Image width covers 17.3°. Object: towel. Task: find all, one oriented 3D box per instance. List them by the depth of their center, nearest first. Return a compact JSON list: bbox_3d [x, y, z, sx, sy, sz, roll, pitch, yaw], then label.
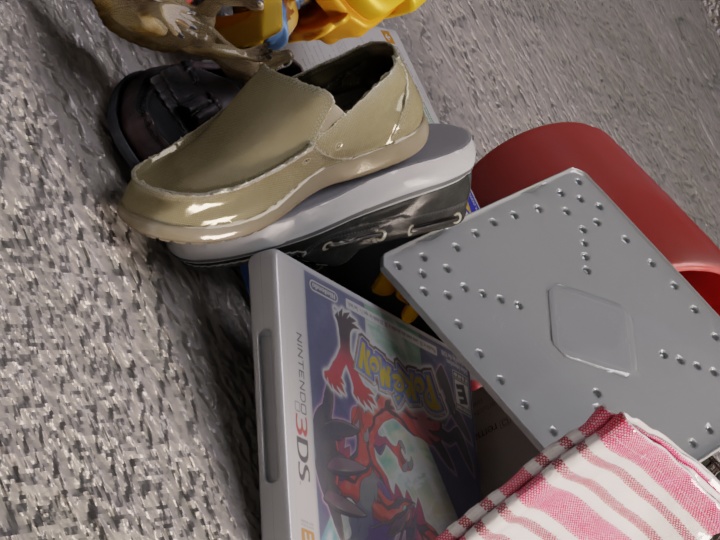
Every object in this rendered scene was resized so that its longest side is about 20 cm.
[{"bbox_3d":[0.098,0.161,1.274,0.146,0.200,0.030,36,18,-48],"label":"towel"}]

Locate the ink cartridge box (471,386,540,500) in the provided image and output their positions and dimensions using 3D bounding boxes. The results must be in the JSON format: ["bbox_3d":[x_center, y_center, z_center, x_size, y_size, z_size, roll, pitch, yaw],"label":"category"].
[{"bbox_3d":[0.121,0.160,1.418,0.083,0.147,0.200,40,26,-47],"label":"ink cartridge box"}]

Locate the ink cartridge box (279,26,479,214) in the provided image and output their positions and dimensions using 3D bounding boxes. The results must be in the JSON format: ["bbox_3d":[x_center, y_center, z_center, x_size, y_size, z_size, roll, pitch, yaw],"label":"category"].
[{"bbox_3d":[-0.001,-0.080,1.599,0.200,0.047,0.198,-1,64,-57],"label":"ink cartridge box"}]

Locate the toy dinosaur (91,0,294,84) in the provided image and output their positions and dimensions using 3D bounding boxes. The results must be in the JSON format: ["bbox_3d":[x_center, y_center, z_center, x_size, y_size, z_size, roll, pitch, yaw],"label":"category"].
[{"bbox_3d":[-0.118,-0.146,1.294,0.200,0.101,0.058,28,68,-21],"label":"toy dinosaur"}]

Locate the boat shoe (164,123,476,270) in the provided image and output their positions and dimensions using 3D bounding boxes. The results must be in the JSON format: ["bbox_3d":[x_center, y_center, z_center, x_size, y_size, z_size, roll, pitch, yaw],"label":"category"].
[{"bbox_3d":[-0.018,-0.030,1.338,0.069,0.200,0.057,34,-45,50],"label":"boat shoe"}]

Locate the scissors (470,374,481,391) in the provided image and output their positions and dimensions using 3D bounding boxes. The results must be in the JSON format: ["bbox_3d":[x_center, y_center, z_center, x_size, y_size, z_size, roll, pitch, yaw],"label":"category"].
[{"bbox_3d":[0.079,0.089,1.530,0.200,0.073,0.014,27,-15,0],"label":"scissors"}]

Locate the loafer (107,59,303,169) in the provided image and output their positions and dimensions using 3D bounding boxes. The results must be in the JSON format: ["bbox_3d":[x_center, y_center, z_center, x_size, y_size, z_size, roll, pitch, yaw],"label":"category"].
[{"bbox_3d":[-0.087,-0.098,1.376,0.072,0.063,0.200,59,18,-2],"label":"loafer"}]

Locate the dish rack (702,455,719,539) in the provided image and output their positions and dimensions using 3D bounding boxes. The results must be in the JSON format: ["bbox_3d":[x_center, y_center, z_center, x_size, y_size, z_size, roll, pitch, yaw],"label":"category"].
[{"bbox_3d":[0.277,0.188,1.675,0.153,0.055,0.200,42,4,-41],"label":"dish rack"}]

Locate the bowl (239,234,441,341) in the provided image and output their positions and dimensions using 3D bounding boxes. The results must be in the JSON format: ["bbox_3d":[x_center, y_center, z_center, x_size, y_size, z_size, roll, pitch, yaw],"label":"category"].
[{"bbox_3d":[0.000,0.000,1.442,0.201,0.039,0.201,37,40,-39],"label":"bowl"}]

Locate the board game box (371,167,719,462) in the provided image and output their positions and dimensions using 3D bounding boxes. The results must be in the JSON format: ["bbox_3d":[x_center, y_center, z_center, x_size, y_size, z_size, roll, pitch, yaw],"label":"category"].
[{"bbox_3d":[0.131,0.042,1.397,0.200,0.026,0.200,-24,67,-45],"label":"board game box"}]

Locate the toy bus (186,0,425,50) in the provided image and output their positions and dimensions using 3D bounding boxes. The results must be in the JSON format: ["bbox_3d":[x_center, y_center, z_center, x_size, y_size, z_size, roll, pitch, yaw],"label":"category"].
[{"bbox_3d":[-0.073,-0.199,1.449,0.192,0.136,0.200,-50,121,-30],"label":"toy bus"}]

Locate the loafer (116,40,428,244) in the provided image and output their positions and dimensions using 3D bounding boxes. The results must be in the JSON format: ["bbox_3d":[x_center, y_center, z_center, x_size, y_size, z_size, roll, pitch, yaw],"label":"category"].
[{"bbox_3d":[-0.049,-0.074,1.289,0.200,0.076,0.068,-26,125,-34],"label":"loafer"}]

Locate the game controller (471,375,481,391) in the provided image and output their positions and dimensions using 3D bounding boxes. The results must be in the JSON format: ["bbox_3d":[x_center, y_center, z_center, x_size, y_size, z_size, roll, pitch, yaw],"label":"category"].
[{"bbox_3d":[0.127,0.145,1.548,0.042,0.104,0.200,109,-42,-72],"label":"game controller"}]

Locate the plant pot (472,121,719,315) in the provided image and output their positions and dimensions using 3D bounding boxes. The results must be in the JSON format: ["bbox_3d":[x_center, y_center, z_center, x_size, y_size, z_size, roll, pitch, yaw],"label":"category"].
[{"bbox_3d":[0.161,0.001,1.718,0.200,0.200,0.177,36,21,-52],"label":"plant pot"}]

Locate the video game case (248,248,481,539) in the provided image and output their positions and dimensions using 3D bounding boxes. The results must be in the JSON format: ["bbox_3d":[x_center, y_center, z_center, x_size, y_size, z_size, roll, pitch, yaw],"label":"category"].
[{"bbox_3d":[0.008,0.103,1.315,0.200,0.023,0.183,30,48,-50],"label":"video game case"}]
